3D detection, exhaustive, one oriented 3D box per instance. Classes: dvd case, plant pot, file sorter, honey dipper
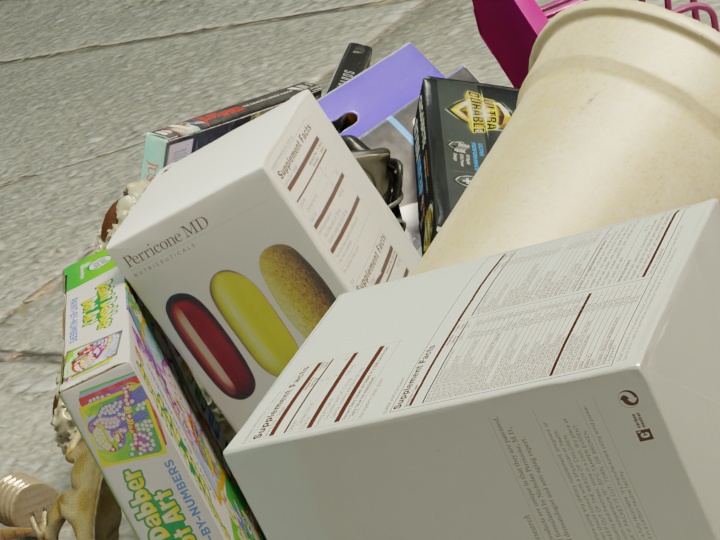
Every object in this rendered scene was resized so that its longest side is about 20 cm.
[{"bbox_3d":[-0.096,-0.048,1.494,0.022,0.146,0.200,20,25,23],"label":"dvd case"},{"bbox_3d":[0.124,-0.010,1.119,0.183,0.200,0.200,-48,28,-25],"label":"plant pot"},{"bbox_3d":[0.167,-0.184,1.517,0.125,0.139,0.200,-23,48,-4],"label":"file sorter"},{"bbox_3d":[-0.027,-0.067,1.573,0.025,0.150,0.200,12,28,3],"label":"dvd case"},{"bbox_3d":[-0.259,0.150,1.471,0.038,0.038,0.200,-35,19,-21],"label":"honey dipper"}]

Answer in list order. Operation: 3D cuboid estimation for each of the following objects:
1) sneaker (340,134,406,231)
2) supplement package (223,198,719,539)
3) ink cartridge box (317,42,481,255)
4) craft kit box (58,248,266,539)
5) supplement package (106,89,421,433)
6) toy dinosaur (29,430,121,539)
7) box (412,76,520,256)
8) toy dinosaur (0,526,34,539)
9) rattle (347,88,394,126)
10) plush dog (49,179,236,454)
[{"bbox_3d":[0.000,0.000,1.294,0.076,0.114,0.199,-13,63,-8],"label":"sneaker"},{"bbox_3d":[0.086,0.101,0.936,0.200,0.191,0.147,-14,23,30],"label":"supplement package"},{"bbox_3d":[0.025,-0.050,1.414,0.198,0.200,0.043,-35,-20,-22],"label":"ink cartridge box"},{"bbox_3d":[-0.103,0.104,1.150,0.049,0.200,0.198,-24,20,4],"label":"craft kit box"},{"bbox_3d":[-0.031,0.021,1.184,0.114,0.200,0.110,-27,18,24],"label":"supplement package"},{"bbox_3d":[-0.163,0.144,1.269,0.101,0.058,0.200,122,152,-56],"label":"toy dinosaur"},{"bbox_3d":[0.116,-0.049,1.326,0.159,0.046,0.200,7,32,-5],"label":"box"},{"bbox_3d":[-0.304,0.197,1.408,0.200,0.060,0.106,-30,47,1],"label":"toy dinosaur"},{"bbox_3d":[0.080,-0.125,1.575,0.200,0.143,0.130,-33,24,-17],"label":"rattle"},{"bbox_3d":[-0.098,0.062,1.360,0.160,0.200,0.172,11,21,-25],"label":"plush dog"}]
